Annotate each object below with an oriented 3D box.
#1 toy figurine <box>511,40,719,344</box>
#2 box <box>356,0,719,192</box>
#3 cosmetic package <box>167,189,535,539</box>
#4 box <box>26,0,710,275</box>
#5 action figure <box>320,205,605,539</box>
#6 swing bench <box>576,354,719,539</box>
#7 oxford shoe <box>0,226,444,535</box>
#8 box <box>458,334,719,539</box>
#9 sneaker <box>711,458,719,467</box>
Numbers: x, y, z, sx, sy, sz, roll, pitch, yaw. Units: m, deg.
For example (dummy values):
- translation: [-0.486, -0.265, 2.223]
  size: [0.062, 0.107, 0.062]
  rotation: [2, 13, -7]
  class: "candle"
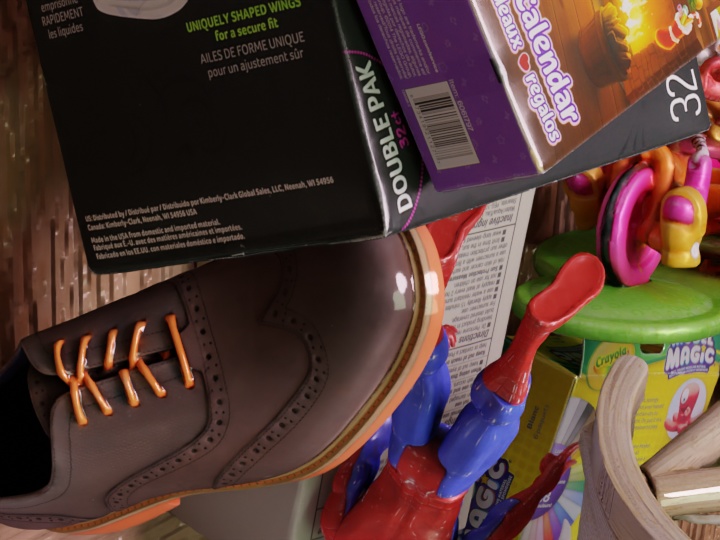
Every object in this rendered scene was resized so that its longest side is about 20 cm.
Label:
- translation: [0.133, -0.081, 0.927]
  size: [0.200, 0.150, 0.185]
  rotation: [-16, 113, -53]
  class: "toy figurine"
- translation: [0.035, -0.139, 0.601]
  size: [0.137, 0.039, 0.201]
  rotation: [-37, 110, -40]
  class: "box"
- translation: [0.000, 0.000, 0.856]
  size: [0.103, 0.073, 0.201]
  rotation: [-11, 120, -46]
  class: "cosmetic package"
- translation: [-0.009, -0.116, 0.671]
  size: [0.148, 0.124, 0.201]
  rotation: [-19, 100, -45]
  class: "box"
- translation: [0.040, 0.041, 0.799]
  size: [0.099, 0.065, 0.200]
  rotation: [-47, 165, -39]
  class: "action figure"
- translation: [0.142, 0.130, 0.859]
  size: [0.199, 0.130, 0.200]
  rotation: [-16, 130, -33]
  class: "swing bench"
- translation: [-0.058, 0.037, 0.733]
  size: [0.200, 0.071, 0.072]
  rotation: [-31, 157, 37]
  class: "oxford shoe"
- translation: [0.087, 0.103, 1.051]
  size: [0.117, 0.048, 0.201]
  rotation: [3, 112, -51]
  class: "box"
- translation: [0.198, 0.038, 1.082]
  size: [0.199, 0.076, 0.115]
  rotation: [-47, 144, -70]
  class: "sneaker"
